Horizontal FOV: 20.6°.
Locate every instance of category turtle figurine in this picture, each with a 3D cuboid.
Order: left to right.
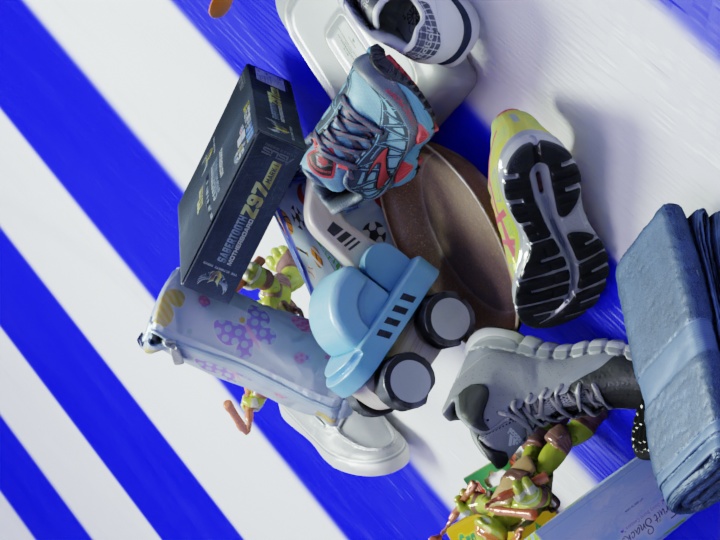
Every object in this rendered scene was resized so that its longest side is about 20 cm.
[{"bbox_3d":[-0.083,0.041,1.876,0.064,0.161,0.200,4,118,8],"label":"turtle figurine"},{"bbox_3d":[0.140,0.171,1.628,0.064,0.161,0.200,38,160,-5],"label":"turtle figurine"}]

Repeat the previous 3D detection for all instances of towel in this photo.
[{"bbox_3d":[0.231,0.061,1.390,0.112,0.048,0.200,124,144,-54],"label":"towel"}]

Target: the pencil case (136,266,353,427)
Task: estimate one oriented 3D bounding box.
[{"bbox_3d":[-0.093,0.068,1.755,0.091,0.200,0.083,-82,14,-73],"label":"pencil case"}]

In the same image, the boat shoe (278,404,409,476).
[{"bbox_3d":[-0.021,0.140,1.998,0.200,0.072,0.069,39,147,53],"label":"boat shoe"}]

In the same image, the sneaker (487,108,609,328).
[{"bbox_3d":[0.140,-0.042,1.540,0.090,0.078,0.200,-114,11,-49],"label":"sneaker"}]

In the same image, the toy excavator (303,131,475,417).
[{"bbox_3d":[0.000,0.000,1.680,0.200,0.195,0.100,37,162,-12],"label":"toy excavator"}]

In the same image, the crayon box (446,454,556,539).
[{"bbox_3d":[0.153,0.273,1.829,0.200,0.051,0.127,58,154,7],"label":"crayon box"}]

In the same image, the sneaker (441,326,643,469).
[{"bbox_3d":[0.151,0.113,1.563,0.200,0.116,0.075,5,141,40],"label":"sneaker"}]

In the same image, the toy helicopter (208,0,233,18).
[{"bbox_3d":[-0.136,-0.313,1.745,0.132,0.079,0.200,53,148,14],"label":"toy helicopter"}]

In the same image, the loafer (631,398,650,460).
[{"bbox_3d":[0.279,0.095,1.435,0.200,0.071,0.073,-30,44,56],"label":"loafer"}]

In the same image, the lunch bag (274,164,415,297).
[{"bbox_3d":[-0.009,-0.007,1.819,0.160,0.075,0.200,2,117,62],"label":"lunch bag"}]

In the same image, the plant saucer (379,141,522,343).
[{"bbox_3d":[0.084,-0.027,1.663,0.200,0.037,0.201,48,155,31],"label":"plant saucer"}]

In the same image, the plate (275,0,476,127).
[{"bbox_3d":[0.001,-0.193,1.667,0.200,0.032,0.200,58,153,8],"label":"plate"}]

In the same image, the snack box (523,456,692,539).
[{"bbox_3d":[0.182,0.221,1.597,0.068,0.168,0.200,53,153,12],"label":"snack box"}]

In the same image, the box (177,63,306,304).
[{"bbox_3d":[-0.109,-0.081,1.763,0.158,0.051,0.200,-63,15,18],"label":"box"}]

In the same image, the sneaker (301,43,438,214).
[{"bbox_3d":[0.001,-0.099,1.565,0.079,0.095,0.200,49,163,18],"label":"sneaker"}]

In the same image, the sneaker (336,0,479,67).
[{"bbox_3d":[0.003,-0.231,1.548,0.200,0.080,0.077,40,119,26],"label":"sneaker"}]
